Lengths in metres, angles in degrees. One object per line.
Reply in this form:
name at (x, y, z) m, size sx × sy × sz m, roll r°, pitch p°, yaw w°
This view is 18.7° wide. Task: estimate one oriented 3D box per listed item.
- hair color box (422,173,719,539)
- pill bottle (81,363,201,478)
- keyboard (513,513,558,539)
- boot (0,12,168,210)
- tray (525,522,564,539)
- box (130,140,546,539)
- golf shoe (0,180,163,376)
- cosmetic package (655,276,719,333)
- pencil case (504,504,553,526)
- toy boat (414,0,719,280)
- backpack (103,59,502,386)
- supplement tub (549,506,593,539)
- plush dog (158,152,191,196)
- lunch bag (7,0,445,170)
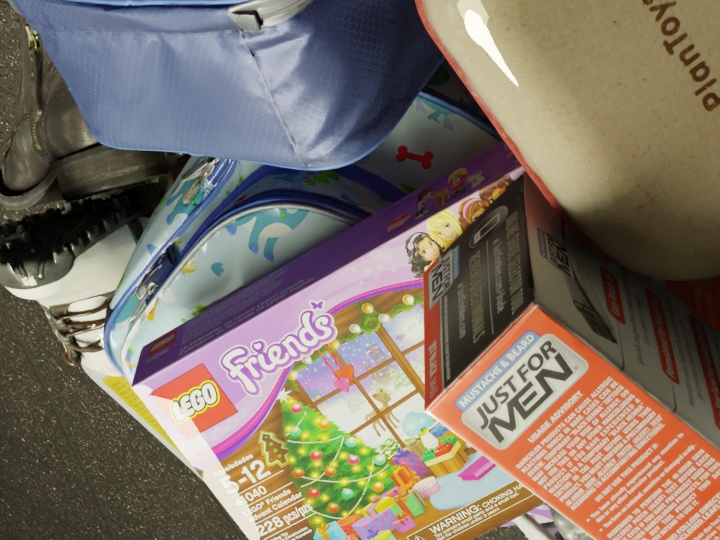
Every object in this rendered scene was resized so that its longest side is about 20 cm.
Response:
hair color box at (0.117, 0.064, 0.820) m, size 0.200 × 0.064 × 0.111 m, roll 39°, pitch -159°, yaw -16°
pill bottle at (-0.106, 0.052, 1.386) m, size 0.200 × 0.112 × 0.112 m, roll 44°, pitch 158°, yaw -12°
keyboard at (0.125, 0.162, 1.048) m, size 0.056 × 0.011 × 0.200 m, roll 44°, pitch 176°, yaw -36°
boot at (-0.154, -0.123, 1.099) m, size 0.200 × 0.069 × 0.175 m, roll -3°, pitch 103°, yaw 66°
tray at (0.153, 0.157, 1.216) m, size 0.107 × 0.022 × 0.200 m, roll 19°, pitch 173°, yaw 1°
box at (0.026, 0.045, 0.896) m, size 0.137 × 0.200 × 0.039 m, roll 54°, pitch -163°, yaw -20°
golf shoe at (-0.128, 0.009, 1.099) m, size 0.200 × 0.078 × 0.095 m, roll -30°, pitch -70°, yaw -78°
cosmetic package at (0.216, 0.022, 0.870) m, size 0.200 × 0.071 × 0.102 m, roll 26°, pitch 154°, yaw 29°
pencil case at (0.086, 0.107, 1.230) m, size 0.085 × 0.084 × 0.200 m, roll 16°, pitch 166°, yaw -18°
toy boat at (0.099, -0.094, 0.803) m, size 0.200 × 0.130 × 0.131 m, roll 52°, pitch -175°, yaw -28°
backpack at (0.000, 0.000, 0.981) m, size 0.183 × 0.200 × 0.147 m, roll 32°, pitch -157°, yaw -6°
supplement tub at (0.177, 0.119, 1.052) m, size 0.200 × 0.123 × 0.122 m, roll 43°, pitch 158°, yaw -8°
plush dog at (-0.036, -0.004, 1.180) m, size 0.172 × 0.160 × 0.200 m, roll 29°, pitch 131°, yaw 61°
lunch bag at (-0.052, -0.134, 0.893) m, size 0.200 × 0.136 × 0.132 m, roll 7°, pitch 140°, yaw 40°
